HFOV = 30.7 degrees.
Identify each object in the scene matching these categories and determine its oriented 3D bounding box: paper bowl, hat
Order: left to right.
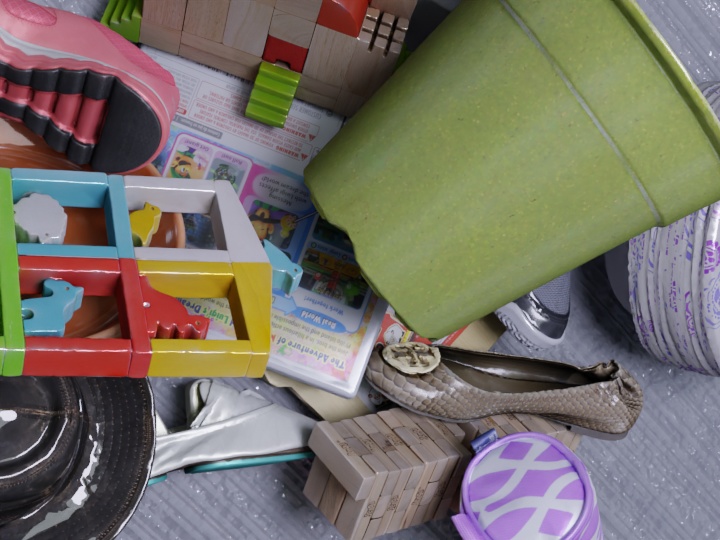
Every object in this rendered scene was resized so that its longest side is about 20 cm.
[{"bbox_3d":[-0.210,0.082,0.700,0.199,0.081,0.202,1,80,-6],"label":"hat"},{"bbox_3d":[0.243,-0.030,0.912,0.200,0.104,0.202,-19,115,-48],"label":"paper bowl"}]

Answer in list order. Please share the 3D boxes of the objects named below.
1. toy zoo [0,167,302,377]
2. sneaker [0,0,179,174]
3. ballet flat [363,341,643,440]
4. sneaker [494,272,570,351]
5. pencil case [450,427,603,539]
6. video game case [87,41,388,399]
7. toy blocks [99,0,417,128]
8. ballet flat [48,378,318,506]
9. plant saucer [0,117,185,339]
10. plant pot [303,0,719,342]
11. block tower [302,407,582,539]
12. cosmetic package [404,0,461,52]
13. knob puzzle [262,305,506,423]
[{"bbox_3d":[-0.125,0.000,0.680,0.199,0.021,0.132,2,45,-20],"label":"toy zoo"},{"bbox_3d":[-0.196,-0.123,0.758,0.199,0.087,0.074,27,119,-3],"label":"sneaker"},{"bbox_3d":[0.096,0.069,0.841,0.199,0.068,0.047,12,120,-19],"label":"ballet flat"},{"bbox_3d":[0.131,-0.055,0.852,0.075,0.113,0.201,15,62,-42],"label":"sneaker"},{"bbox_3d":[0.111,0.177,0.826,0.085,0.084,0.200,-38,145,-10],"label":"pencil case"},{"bbox_3d":[-0.066,-0.041,0.802,0.199,0.024,0.183,21,79,-3],"label":"video game case"},{"bbox_3d":[-0.043,-0.164,0.748,0.199,0.137,0.100,19,61,-4],"label":"toy blocks"},{"bbox_3d":[-0.113,0.098,0.788,0.199,0.069,0.070,-10,92,-22],"label":"ballet flat"},{"bbox_3d":[-0.196,-0.021,0.711,0.199,0.032,0.201,12,41,-11],"label":"plant saucer"},{"bbox_3d":[0.076,-0.062,0.723,0.190,0.200,0.200,-37,105,6],"label":"plant pot"},{"bbox_3d":[0.054,0.119,0.834,0.199,0.054,0.058,-4,124,-42],"label":"block tower"},{"bbox_3d":[0.004,-0.211,0.830,0.199,0.107,0.091,23,78,-24],"label":"cosmetic package"},{"bbox_3d":[0.000,0.000,0.861,0.218,0.030,0.221,1,89,-25],"label":"knob puzzle"}]
